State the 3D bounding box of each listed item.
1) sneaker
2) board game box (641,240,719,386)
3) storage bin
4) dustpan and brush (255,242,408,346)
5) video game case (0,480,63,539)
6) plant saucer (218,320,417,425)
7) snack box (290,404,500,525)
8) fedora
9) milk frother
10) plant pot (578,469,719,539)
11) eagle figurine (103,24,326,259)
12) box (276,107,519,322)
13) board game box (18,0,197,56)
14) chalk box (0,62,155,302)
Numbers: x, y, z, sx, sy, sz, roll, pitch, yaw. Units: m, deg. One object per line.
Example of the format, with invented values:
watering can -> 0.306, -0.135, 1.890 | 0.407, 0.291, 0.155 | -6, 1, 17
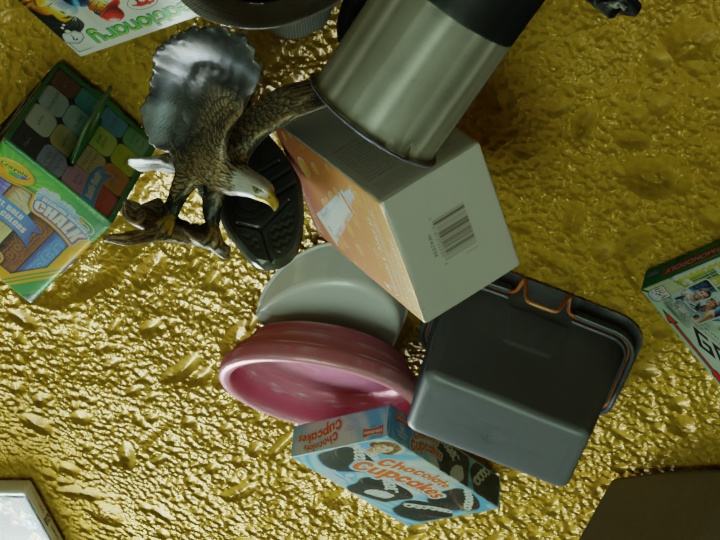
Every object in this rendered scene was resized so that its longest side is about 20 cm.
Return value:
sneaker -> -0.097, -0.071, 1.711 | 0.076, 0.200, 0.115 | -25, 151, -7
board game box -> 0.356, 0.054, 1.724 | 0.134, 0.029, 0.200 | -25, 117, 38
storage bin -> 0.141, 0.094, 1.774 | 0.198, 0.135, 0.146 | 20, 135, 3
dustpan and brush -> 0.000, 0.000, 1.807 | 0.138, 0.058, 0.200 | 19, 147, -14
video game case -> -0.432, 0.312, 2.286 | 0.198, 0.023, 0.183 | -2, 129, 25
plant saucer -> -0.033, 0.099, 1.869 | 0.198, 0.051, 0.201 | 10, 159, 4
snack box -> 0.037, 0.192, 1.922 | 0.115, 0.037, 0.200 | -16, 146, 33
fedora -> -0.068, -0.251, 1.536 | 0.176, 0.201, 0.090 | -29, 155, -6
milk frother -> 0.092, -0.176, 1.489 | 0.199, 0.181, 0.189 | 31, 109, -16
plant pot -> 0.299, 0.306, 1.870 | 0.176, 0.200, 0.201 | 13, 135, 27
eagle figurine -> -0.105, -0.105, 1.575 | 0.150, 0.152, 0.201 | 26, 108, 2
box -> 0.027, -0.066, 1.628 | 0.200, 0.097, 0.125 | 40, 157, 54
board game box -> -0.199, -0.251, 1.647 | 0.199, 0.035, 0.126 | -14, 142, 34
chalk box -> -0.275, -0.090, 1.788 | 0.124, 0.125, 0.200 | 40, 134, -15
